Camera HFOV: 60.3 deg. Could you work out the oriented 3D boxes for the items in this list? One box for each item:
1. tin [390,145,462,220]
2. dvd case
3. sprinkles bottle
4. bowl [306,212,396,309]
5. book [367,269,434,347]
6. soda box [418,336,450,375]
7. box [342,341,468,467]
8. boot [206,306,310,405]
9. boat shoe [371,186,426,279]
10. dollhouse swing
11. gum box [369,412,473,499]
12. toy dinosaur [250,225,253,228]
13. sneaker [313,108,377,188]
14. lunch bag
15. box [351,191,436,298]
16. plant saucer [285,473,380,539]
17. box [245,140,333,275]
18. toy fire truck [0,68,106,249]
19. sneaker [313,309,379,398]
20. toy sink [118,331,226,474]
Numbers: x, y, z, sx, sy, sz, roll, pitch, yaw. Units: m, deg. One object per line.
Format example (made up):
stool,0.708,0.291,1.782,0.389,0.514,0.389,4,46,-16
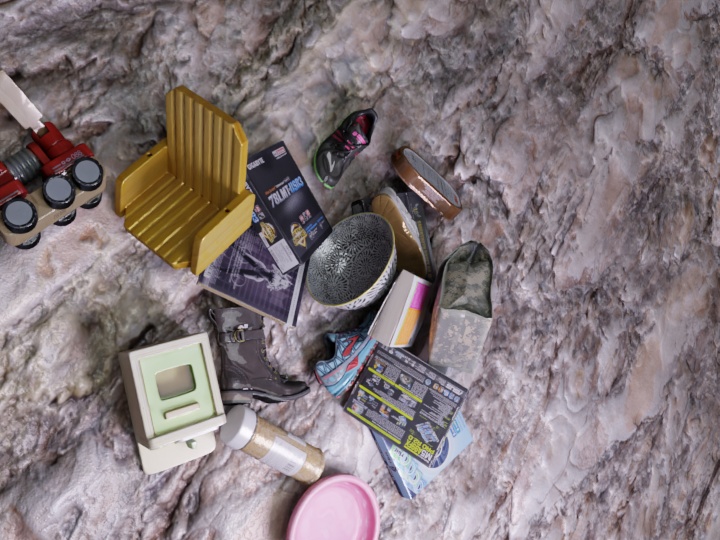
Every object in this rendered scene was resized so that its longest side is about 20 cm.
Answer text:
tin,0.145,-0.188,1.335,0.198,0.042,0.114,38,32,-23
dvd case,-0.188,0.001,1.125,0.196,0.016,0.153,27,53,-25
sprinkles bottle,-0.150,0.306,1.080,0.199,0.067,0.070,40,64,-32
bowl,0.000,0.000,1.185,0.094,0.196,0.205,45,61,-43
book,0.091,0.077,1.187,0.137,0.047,0.199,-65,159,1
soda box,0.169,0.163,1.287,0.067,0.064,0.202,24,55,14
box,0.086,0.249,1.183,0.196,0.044,0.163,28,82,15
boot,-0.177,0.146,1.107,0.195,0.068,0.180,6,73,-37
boat shoe,0.089,-0.074,1.242,0.204,0.069,0.070,66,31,-22
dollhouse swing,-0.283,-0.144,0.965,0.197,0.178,0.182,34,61,18
gum box,0.126,0.333,1.280,0.197,0.044,0.174,-31,99,-31
toy dinosaur,-0.230,-0.112,1.101,0.196,0.088,0.048,26,96,-25
sneaker,-0.029,-0.255,1.243,0.076,0.083,0.204,37,66,-21
lunch bag,0.195,0.063,1.210,0.114,0.167,0.203,11,45,4
box,0.073,-0.056,1.300,0.155,0.048,0.207,-12,90,-33
plant saucer,-0.054,0.472,1.134,0.195,0.050,0.208,0,91,-34
box,-0.140,-0.119,1.116,0.202,0.049,0.200,61,23,-11
toy fire truck,-0.503,-0.167,0.923,0.175,0.128,0.202,-41,93,-28
sneaker,-0.022,0.139,1.194,0.095,0.080,0.202,37,52,-2
toy sink,-0.296,0.215,0.993,0.127,0.111,0.207,-11,90,-32
